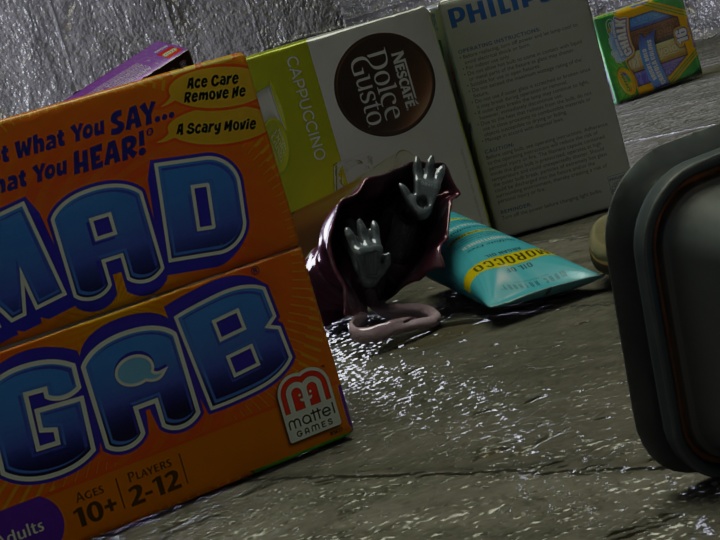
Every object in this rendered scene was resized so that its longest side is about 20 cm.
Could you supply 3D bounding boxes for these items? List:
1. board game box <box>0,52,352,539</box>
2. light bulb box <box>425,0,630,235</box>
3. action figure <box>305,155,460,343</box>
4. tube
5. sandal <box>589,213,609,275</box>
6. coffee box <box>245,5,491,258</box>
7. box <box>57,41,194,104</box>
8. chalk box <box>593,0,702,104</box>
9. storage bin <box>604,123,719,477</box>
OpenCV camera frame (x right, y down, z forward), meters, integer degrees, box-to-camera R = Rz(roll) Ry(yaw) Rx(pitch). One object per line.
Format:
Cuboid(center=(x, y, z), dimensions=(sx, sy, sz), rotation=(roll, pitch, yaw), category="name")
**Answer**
Cuboid(center=(-0.155, 0.018, 0.901), dimensions=(0.199, 0.201, 0.200), rotation=(-20, 8, -23), category="board game box")
Cuboid(center=(0.142, -0.149, 1.471), dimensions=(0.124, 0.201, 0.198), rotation=(-16, 7, 1), category="light bulb box")
Cuboid(center=(0.000, 0.000, 1.186), dimensions=(0.133, 0.150, 0.200), rotation=(-7, -17, -27), category="action figure")
Cuboid(center=(0.087, -0.001, 1.137), dimensions=(0.077, 0.051, 0.200), rotation=(-20, 14, -13), category="tube")
Cuboid(center=(0.176, -0.024, 1.014), dimensions=(0.080, 0.054, 0.200), rotation=(-6, 9, 6), category="sandal")
Cuboid(center=(-0.012, -0.098, 1.434), dimensions=(0.196, 0.201, 0.200), rotation=(-16, 7, 1), category="coffee box")
Cuboid(center=(-0.147, -0.033, 1.160), dimensions=(0.039, 0.201, 0.137), rotation=(19, 46, 43), category="box")
Cuboid(center=(0.356, -0.303, 2.420), dimensions=(0.199, 0.125, 0.124), rotation=(-19, 8, -24), category="chalk box")
Cuboid(center=(0.206, -0.005, 0.586), dimensions=(0.199, 0.147, 0.134), rotation=(-20, 18, -23), category="storage bin")
